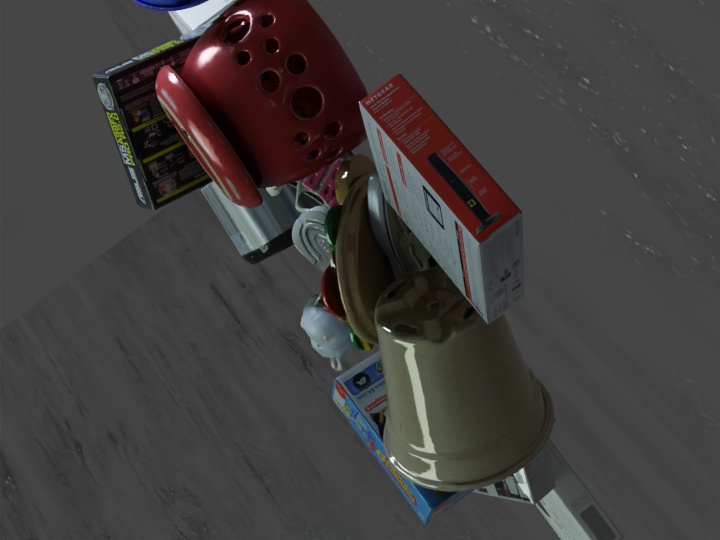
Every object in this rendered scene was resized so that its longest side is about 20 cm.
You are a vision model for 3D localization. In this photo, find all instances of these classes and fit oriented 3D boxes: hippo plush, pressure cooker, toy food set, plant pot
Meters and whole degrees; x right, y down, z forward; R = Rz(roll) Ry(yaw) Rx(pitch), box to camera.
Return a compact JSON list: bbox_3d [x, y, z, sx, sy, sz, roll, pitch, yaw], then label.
[{"bbox_3d":[-0.019,0.043,1.804,0.161,0.159,0.200,59,-179,19],"label":"hippo plush"},{"bbox_3d":[-0.139,-0.133,1.749,0.202,0.175,0.179,57,-158,-6],"label":"pressure cooker"},{"bbox_3d":[0.010,-0.014,1.407,0.048,0.200,0.201,-1,140,26],"label":"toy food set"},{"bbox_3d":[0.099,0.103,1.344,0.200,0.198,0.185,45,158,52],"label":"plant pot"},{"bbox_3d":[-0.106,-0.180,1.320,0.201,0.182,0.200,52,175,6],"label":"plant pot"}]

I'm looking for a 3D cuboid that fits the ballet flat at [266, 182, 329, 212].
[{"bbox_3d":[-0.083,-0.117,1.604,0.198,0.075,0.074,26,171,3],"label":"ballet flat"}]

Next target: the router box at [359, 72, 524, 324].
[{"bbox_3d":[0.080,-0.062,1.152,0.180,0.049,0.200,52,173,22],"label":"router box"}]

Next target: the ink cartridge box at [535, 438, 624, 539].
[{"bbox_3d":[0.261,0.292,1.652,0.201,0.044,0.176,54,172,11],"label":"ink cartridge box"}]

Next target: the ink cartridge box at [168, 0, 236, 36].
[{"bbox_3d":[-0.172,-0.294,1.609,0.148,0.085,0.201,49,173,42],"label":"ink cartridge box"}]

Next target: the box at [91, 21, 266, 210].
[{"bbox_3d":[-0.191,-0.184,1.412,0.044,0.199,0.162,16,129,51],"label":"box"}]

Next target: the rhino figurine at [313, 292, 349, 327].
[{"bbox_3d":[0.012,0.014,1.643,0.087,0.060,0.200,36,-147,0],"label":"rhino figurine"}]

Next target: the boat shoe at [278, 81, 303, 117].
[{"bbox_3d":[-0.099,-0.226,1.500,0.072,0.067,0.201,52,172,35],"label":"boat shoe"}]

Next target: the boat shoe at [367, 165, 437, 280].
[{"bbox_3d":[0.062,-0.035,1.390,0.061,0.072,0.202,-1,132,27],"label":"boat shoe"}]

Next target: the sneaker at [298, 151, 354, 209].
[{"bbox_3d":[-0.021,-0.110,1.530,0.199,0.074,0.087,38,-161,10],"label":"sneaker"}]

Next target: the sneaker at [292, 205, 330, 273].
[{"bbox_3d":[0.000,0.000,1.542,0.201,0.076,0.080,54,-162,3],"label":"sneaker"}]

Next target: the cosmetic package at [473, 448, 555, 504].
[{"bbox_3d":[0.156,0.245,1.606,0.198,0.050,0.084,0,112,50],"label":"cosmetic package"}]

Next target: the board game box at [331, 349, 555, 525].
[{"bbox_3d":[0.099,0.168,1.491,0.197,0.198,0.056,52,156,20],"label":"board game box"}]

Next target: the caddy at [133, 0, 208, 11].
[{"bbox_3d":[-0.210,-0.362,1.308,0.201,0.140,0.105,51,168,30],"label":"caddy"}]
